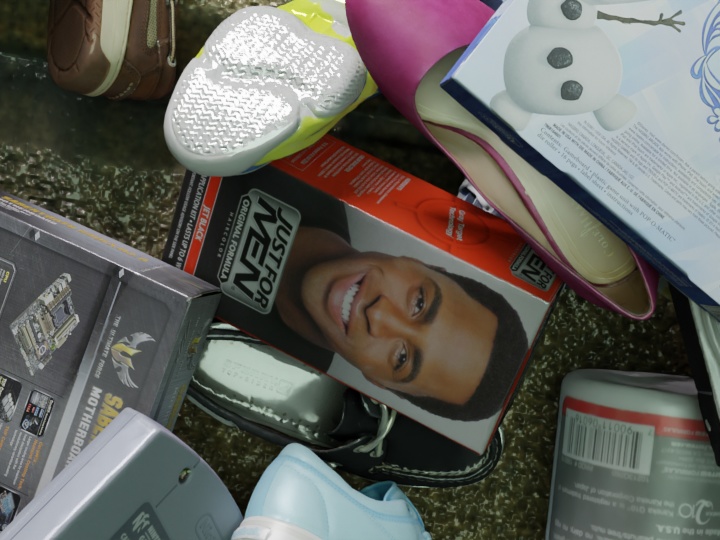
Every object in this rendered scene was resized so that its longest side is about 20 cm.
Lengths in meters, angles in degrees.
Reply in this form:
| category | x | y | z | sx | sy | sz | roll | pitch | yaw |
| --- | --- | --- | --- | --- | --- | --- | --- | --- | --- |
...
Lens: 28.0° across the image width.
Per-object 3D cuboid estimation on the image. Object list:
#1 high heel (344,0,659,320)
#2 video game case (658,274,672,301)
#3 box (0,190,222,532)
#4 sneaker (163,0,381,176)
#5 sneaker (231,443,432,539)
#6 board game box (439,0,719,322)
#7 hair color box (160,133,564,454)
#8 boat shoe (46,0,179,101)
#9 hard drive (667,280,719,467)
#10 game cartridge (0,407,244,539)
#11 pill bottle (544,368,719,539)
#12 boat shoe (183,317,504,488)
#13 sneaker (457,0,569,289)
| category | x | y | z | sx | sy | sz | roll | pitch | yaw |
| --- | --- | --- | --- | --- | --- | --- | --- | --- | --- |
| high heel | 0.068 | -0.057 | 0.667 | 0.067 | 0.096 | 0.200 | -36 | 118 | 11 |
| video game case | 0.170 | -0.095 | 0.734 | 0.181 | 0.023 | 0.200 | 30 | 109 | -23 |
| box | -0.180 | 0.073 | 0.761 | 0.157 | 0.048 | 0.201 | 22 | 98 | 12 |
| sneaker | -0.018 | -0.100 | 0.739 | 0.076 | 0.105 | 0.200 | 42 | 68 | 15 |
| sneaker | 0.022 | 0.160 | 0.787 | 0.200 | 0.074 | 0.082 | 39 | 57 | -31 |
| board game box | 0.173 | -0.097 | 0.643 | 0.200 | 0.043 | 0.199 | 39 | 88 | -5 |
| hair color box | 0.000 | 0.000 | 0.753 | 0.199 | 0.061 | 0.102 | 26 | 121 | 10 |
| boat shoe | -0.121 | -0.190 | 0.784 | 0.074 | 0.074 | 0.204 | 10 | 84 | -39 |
| hard drive | 0.213 | -0.018 | 0.690 | 0.139 | 0.038 | 0.202 | -13 | 86 | -1 |
| game cartridge | -0.114 | 0.164 | 0.735 | 0.040 | 0.201 | 0.133 | 30 | 61 | 35 |
| pill bottle | 0.156 | 0.161 | 0.787 | 0.113 | 0.114 | 0.202 | 5 | 93 | -4 |
| boat shoe | -0.012 | 0.074 | 0.797 | 0.199 | 0.060 | 0.074 | 24 | 93 | -4 |
| sneaker | 0.069 | -0.072 | 0.793 | 0.108 | 0.070 | 0.201 | -31 | 97 | -4 |
